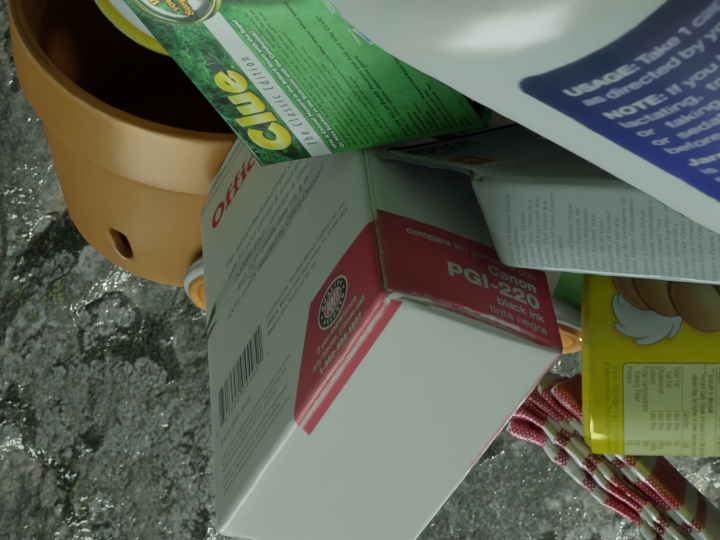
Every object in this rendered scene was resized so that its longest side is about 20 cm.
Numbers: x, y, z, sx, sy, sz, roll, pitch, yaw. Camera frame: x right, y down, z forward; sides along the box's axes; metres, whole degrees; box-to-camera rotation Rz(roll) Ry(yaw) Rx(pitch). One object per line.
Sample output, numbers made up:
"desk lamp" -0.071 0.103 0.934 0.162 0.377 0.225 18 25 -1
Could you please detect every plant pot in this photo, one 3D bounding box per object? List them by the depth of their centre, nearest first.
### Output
"plant pot" -0.081 -0.087 1.017 0.199 0.200 0.140 23 138 9

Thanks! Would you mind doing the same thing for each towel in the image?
"towel" 0.147 0.120 0.880 0.200 0.030 0.146 45 -173 9

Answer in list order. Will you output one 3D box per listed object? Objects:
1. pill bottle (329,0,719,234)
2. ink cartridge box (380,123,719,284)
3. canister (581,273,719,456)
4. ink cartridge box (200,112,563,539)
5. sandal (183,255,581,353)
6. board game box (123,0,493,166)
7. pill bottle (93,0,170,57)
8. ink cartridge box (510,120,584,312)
"pill bottle" 0.055 -0.085 0.415 0.120 0.120 0.200 24 -179 45
"ink cartridge box" 0.143 -0.033 0.765 0.199 0.041 0.199 8 -165 40
"canister" 0.190 0.024 0.791 0.199 0.087 0.149 0 -167 9
"ink cartridge box" 0.000 0.000 0.827 0.085 0.146 0.200 18 -142 -23
"sandal" 0.007 0.033 0.972 0.206 0.059 0.079 7 159 14
"board game box" -0.042 -0.111 0.695 0.104 0.024 0.200 -8 140 30
"pill bottle" -0.063 -0.146 0.837 0.112 0.112 0.200 23 -179 -9
"ink cartridge box" 0.102 -0.058 1.029 0.200 0.146 0.087 24 180 39
